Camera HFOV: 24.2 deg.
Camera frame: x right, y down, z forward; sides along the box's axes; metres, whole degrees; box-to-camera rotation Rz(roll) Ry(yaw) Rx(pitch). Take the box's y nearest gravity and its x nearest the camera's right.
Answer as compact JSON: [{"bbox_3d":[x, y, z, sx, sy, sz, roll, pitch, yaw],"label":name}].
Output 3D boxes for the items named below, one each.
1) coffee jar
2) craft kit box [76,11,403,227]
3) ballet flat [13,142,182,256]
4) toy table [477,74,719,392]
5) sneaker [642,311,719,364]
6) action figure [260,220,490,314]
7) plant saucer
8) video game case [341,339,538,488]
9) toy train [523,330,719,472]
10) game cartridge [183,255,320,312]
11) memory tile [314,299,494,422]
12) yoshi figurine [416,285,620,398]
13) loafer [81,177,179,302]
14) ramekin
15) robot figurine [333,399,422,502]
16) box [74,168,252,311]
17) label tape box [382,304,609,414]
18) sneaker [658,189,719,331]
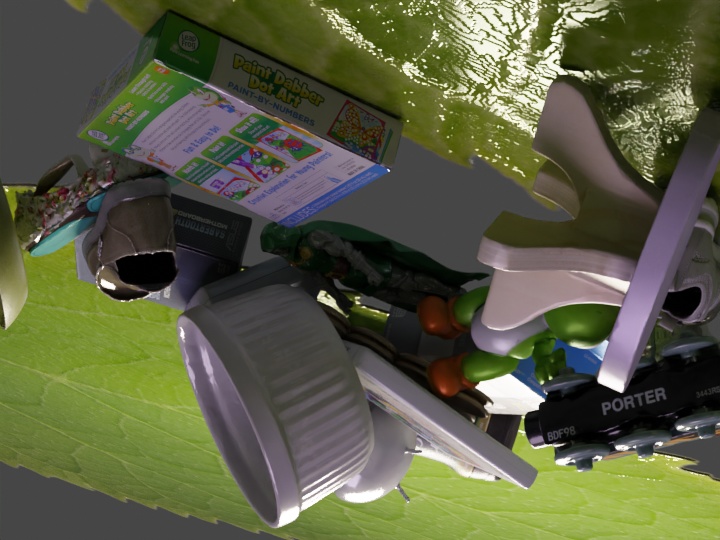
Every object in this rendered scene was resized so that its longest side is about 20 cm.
[{"bbox_3d":[0.068,0.148,1.760,0.198,0.105,0.085,16,-167,-3],"label":"coffee jar"},{"bbox_3d":[-0.096,-0.107,1.279,0.196,0.049,0.200,21,161,-21],"label":"craft kit box"},{"bbox_3d":[-0.226,-0.074,1.422,0.199,0.065,0.075,-25,170,29],"label":"ballet flat"},{"bbox_3d":[0.158,-0.029,1.120,0.116,0.202,0.184,22,-164,13],"label":"toy table"},{"bbox_3d":[0.278,0.070,1.452,0.086,0.076,0.200,6,169,0],"label":"sneaker"},{"bbox_3d":[0.000,0.000,1.478,0.198,0.055,0.118,20,149,-22],"label":"action figure"},{"bbox_3d":[-0.325,-0.049,1.458,0.031,0.202,0.200,-18,169,-17],"label":"plant saucer"},{"bbox_3d":[0.046,0.120,1.502,0.199,0.023,0.182,36,172,-18],"label":"video game case"},{"bbox_3d":[0.231,0.109,1.337,0.198,0.086,0.114,-19,160,27],"label":"toy train"},{"bbox_3d":[-0.105,0.037,1.589,0.132,0.041,0.200,-26,168,-15],"label":"game cartridge"},{"bbox_3d":[0.024,0.086,1.559,0.199,0.017,0.153,30,167,-2],"label":"memory tile"},{"bbox_3d":[0.140,0.040,1.394,0.198,0.112,0.113,-17,121,26],"label":"yoshi figurine"},{"bbox_3d":[-0.193,-0.010,1.418,0.074,0.070,0.200,-9,161,-13],"label":"loafer"},{"bbox_3d":[-0.069,0.108,1.442,0.104,0.202,0.200,-24,169,-16],"label":"ramekin"},{"bbox_3d":[-0.027,0.153,1.657,0.199,0.113,0.171,30,146,20],"label":"robot figurine"},{"bbox_3d":[-0.189,-0.019,1.585,0.156,0.052,0.200,18,160,-3],"label":"box"},{"bbox_3d":[0.137,0.083,1.584,0.199,0.067,0.143,0,154,44],"label":"label tape box"},{"bbox_3d":[0.235,0.010,1.270,0.074,0.083,0.200,9,163,21],"label":"sneaker"}]
